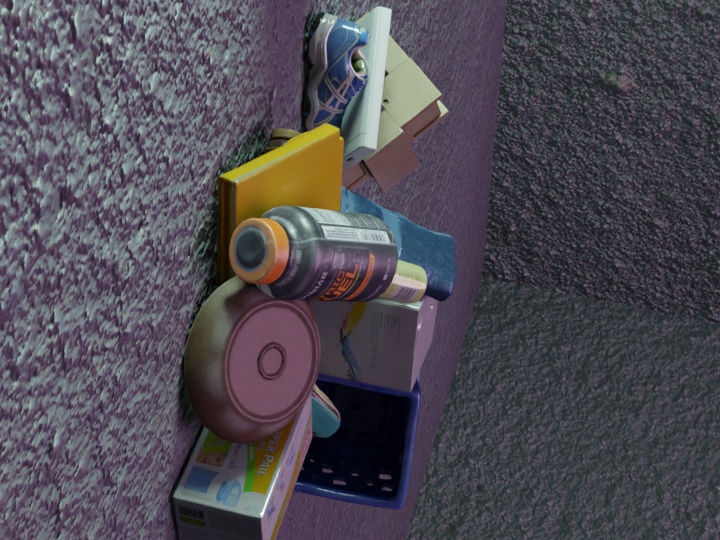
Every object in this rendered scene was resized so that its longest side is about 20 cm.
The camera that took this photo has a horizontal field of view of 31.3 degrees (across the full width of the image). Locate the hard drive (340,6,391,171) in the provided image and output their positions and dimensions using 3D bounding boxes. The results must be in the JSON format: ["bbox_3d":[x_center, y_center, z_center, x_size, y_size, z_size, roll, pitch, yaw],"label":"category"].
[{"bbox_3d":[-0.001,-0.247,1.770,0.132,0.027,0.200,155,-56,-66],"label":"hard drive"}]

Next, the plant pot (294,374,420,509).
[{"bbox_3d":[-0.009,0.233,1.993,0.180,0.200,0.200,-64,163,-75],"label":"plant pot"}]

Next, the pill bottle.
[{"bbox_3d":[-0.056,-0.018,1.452,0.200,0.106,0.106,3,99,-51],"label":"pill bottle"}]

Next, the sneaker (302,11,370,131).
[{"bbox_3d":[-0.031,-0.244,1.701,0.200,0.077,0.076,94,11,-45],"label":"sneaker"}]

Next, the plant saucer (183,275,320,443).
[{"bbox_3d":[-0.111,0.102,1.468,0.200,0.037,0.201,-8,101,-45],"label":"plant saucer"}]

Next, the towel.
[{"bbox_3d":[0.042,-0.037,1.736,0.049,0.200,0.112,-49,-155,33],"label":"towel"}]

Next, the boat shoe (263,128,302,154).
[{"bbox_3d":[-0.080,-0.105,1.612,0.200,0.070,0.070,52,43,-65],"label":"boat shoe"}]

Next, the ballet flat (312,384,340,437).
[{"bbox_3d":[-0.097,0.158,1.761,0.200,0.068,0.067,57,-3,-40],"label":"ballet flat"}]

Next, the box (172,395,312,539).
[{"bbox_3d":[-0.136,0.233,1.545,0.101,0.112,0.200,91,14,-46],"label":"box"}]

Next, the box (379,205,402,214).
[{"bbox_3d":[-0.002,0.014,2.021,0.200,0.106,0.152,88,17,-49],"label":"box"}]

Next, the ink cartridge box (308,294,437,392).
[{"bbox_3d":[0.000,0.058,1.827,0.147,0.200,0.146,-61,159,-57],"label":"ink cartridge box"}]

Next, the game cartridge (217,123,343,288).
[{"bbox_3d":[-0.093,-0.065,1.509,0.200,0.032,0.177,-34,138,-46],"label":"game cartridge"}]

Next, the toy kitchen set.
[{"bbox_3d":[0.005,-0.230,1.914,0.200,0.181,0.163,-39,162,0],"label":"toy kitchen set"}]

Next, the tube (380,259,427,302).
[{"bbox_3d":[0.000,0.000,1.616,0.200,0.052,0.058,12,58,-44],"label":"tube"}]
